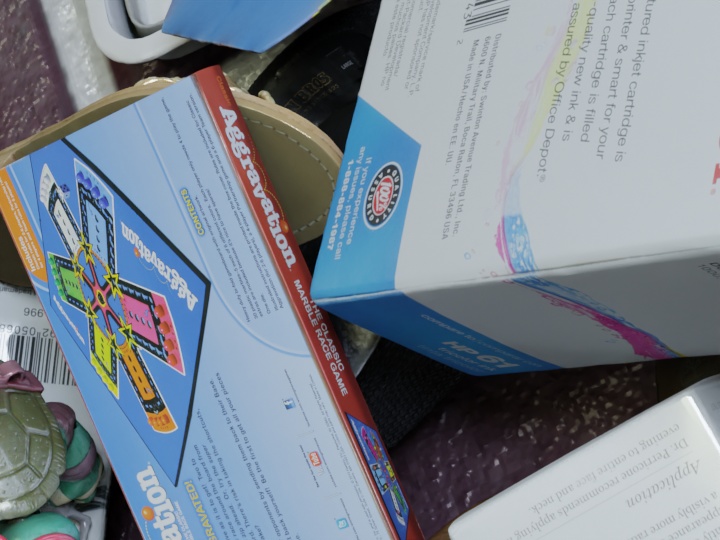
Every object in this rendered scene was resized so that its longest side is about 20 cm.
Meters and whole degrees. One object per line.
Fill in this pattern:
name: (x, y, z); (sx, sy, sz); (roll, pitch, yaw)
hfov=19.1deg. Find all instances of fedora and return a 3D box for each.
fedora: (0.000, 0.000, 0.823); (0.201, 0.092, 0.201); (-36, 40, 38)

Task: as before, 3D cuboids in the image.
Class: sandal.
sandal: (-0.073, -0.049, 0.807); (0.212, 0.078, 0.070); (-12, 34, 43)

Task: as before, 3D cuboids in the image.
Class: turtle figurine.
turtle figurine: (-0.152, 0.069, 0.787); (0.200, 0.150, 0.101); (54, 131, 25)

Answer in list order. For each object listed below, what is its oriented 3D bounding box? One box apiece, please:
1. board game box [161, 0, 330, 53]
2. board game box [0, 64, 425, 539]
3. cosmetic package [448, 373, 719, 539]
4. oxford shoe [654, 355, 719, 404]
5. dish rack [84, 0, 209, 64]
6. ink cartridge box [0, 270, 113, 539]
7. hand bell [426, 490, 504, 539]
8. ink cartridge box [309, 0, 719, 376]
board game box: (0.001, -0.139, 0.842); (0.158, 0.039, 0.200); (-52, 24, -7)
board game box: (-0.051, 0.040, 0.741); (0.103, 0.019, 0.200); (-22, 93, 32)
cosmetic package: (0.124, 0.143, 0.686); (0.102, 0.074, 0.200); (-32, 79, 24)
oxford shoe: (0.184, -0.001, 0.736); (0.200, 0.073, 0.085); (-33, 54, 17)
dish rack: (-0.039, -0.190, 0.958); (0.200, 0.044, 0.172); (-24, 61, 24)
ink cartridge box: (-0.175, 0.079, 0.888); (0.146, 0.083, 0.200); (7, 73, -6)
hand bell: (0.006, 0.123, 0.813); (0.200, 0.104, 0.104); (-24, 62, 9)
ink cartridge box: (0.090, -0.051, 0.656); (0.200, 0.085, 0.145); (-9, 61, 51)
